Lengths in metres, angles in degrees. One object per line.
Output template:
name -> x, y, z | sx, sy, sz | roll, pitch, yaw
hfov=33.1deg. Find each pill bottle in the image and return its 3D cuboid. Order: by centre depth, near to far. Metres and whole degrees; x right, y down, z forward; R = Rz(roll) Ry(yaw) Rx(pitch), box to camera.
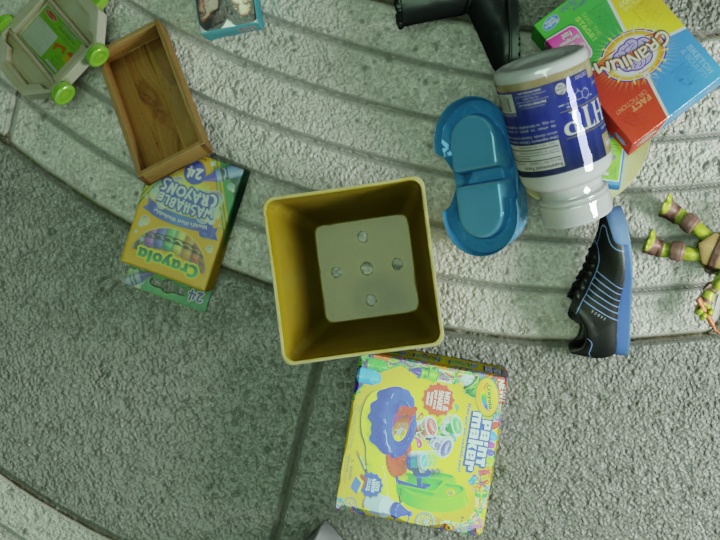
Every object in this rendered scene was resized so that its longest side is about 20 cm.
pill bottle -> 0.242, -0.161, 1.481 | 0.118, 0.120, 0.203 | -16, 106, 6

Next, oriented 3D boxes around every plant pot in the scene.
plant pot -> 0.000, 0.000, 1.529 | 0.197, 0.176, 0.204 | -8, 90, 6

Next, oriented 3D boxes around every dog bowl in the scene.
dog bowl -> 0.158, -0.120, 1.555 | 0.110, 0.049, 0.204 | -7, 90, 36

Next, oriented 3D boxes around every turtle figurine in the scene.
turtle figurine -> 0.450, -0.035, 1.536 | 0.160, 0.064, 0.202 | 26, 103, 13

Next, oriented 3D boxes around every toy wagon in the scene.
toy wagon -> -0.396, -0.323, 1.618 | 0.200, 0.040, 0.155 | -45, 70, 5

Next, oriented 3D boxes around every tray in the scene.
tray -> -0.272, -0.222, 1.593 | 0.098, 0.037, 0.202 | -25, 67, 7

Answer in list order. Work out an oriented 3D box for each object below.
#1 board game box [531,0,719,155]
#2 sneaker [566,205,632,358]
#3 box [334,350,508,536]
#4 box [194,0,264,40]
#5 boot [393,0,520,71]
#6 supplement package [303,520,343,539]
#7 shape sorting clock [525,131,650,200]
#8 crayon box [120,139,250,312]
board game box -> 0.334, -0.270, 1.523 | 0.152, 0.040, 0.201 | -37, 76, -5
sneaker -> 0.300, 0.019, 1.531 | 0.077, 0.070, 0.203 | -3, 109, 2
box -> 0.080, 0.212, 1.554 | 0.189, 0.122, 0.204 | 9, 92, 5
box -> -0.185, -0.415, 1.604 | 0.081, 0.049, 0.203 | -10, 90, 6
boot -> 0.123, -0.337, 1.560 | 0.160, 0.073, 0.202 | -4, 84, 4
supplement package -> -0.081, 0.457, 1.541 | 0.200, 0.191, 0.147 | -42, 88, 5
shape sorting clock -> 0.274, -0.180, 1.563 | 0.196, 0.039, 0.204 | 0, 93, 7
crayon box -> -0.237, -0.057, 1.617 | 0.124, 0.052, 0.203 | 18, 94, 6
